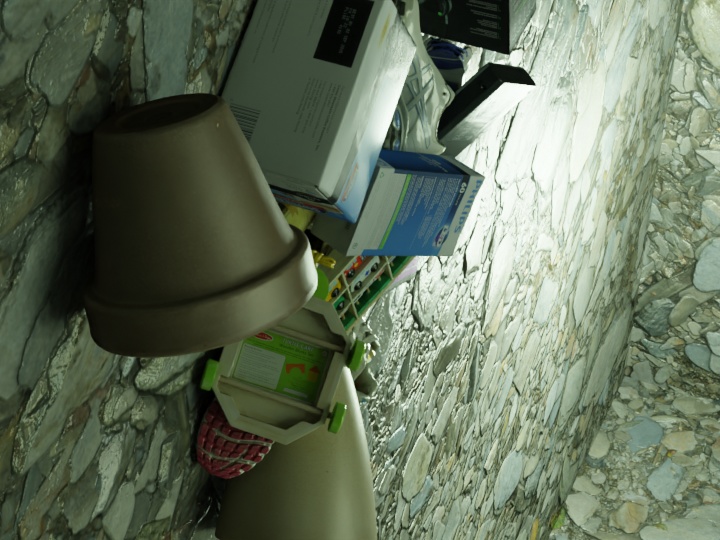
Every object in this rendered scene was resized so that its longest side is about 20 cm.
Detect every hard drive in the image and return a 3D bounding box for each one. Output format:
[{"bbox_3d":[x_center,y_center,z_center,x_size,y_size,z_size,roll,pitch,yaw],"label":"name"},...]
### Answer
[{"bbox_3d":[0.110,-0.169,1.773,0.200,0.033,0.139,-41,168,21],"label":"hard drive"}]

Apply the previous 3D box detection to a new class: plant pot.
[{"bbox_3d":[-0.150,-0.047,1.231,0.200,0.198,0.176,-44,127,-54],"label":"plant pot"},{"bbox_3d":[-0.067,0.205,1.676,0.187,0.185,0.202,9,84,-71],"label":"plant pot"}]

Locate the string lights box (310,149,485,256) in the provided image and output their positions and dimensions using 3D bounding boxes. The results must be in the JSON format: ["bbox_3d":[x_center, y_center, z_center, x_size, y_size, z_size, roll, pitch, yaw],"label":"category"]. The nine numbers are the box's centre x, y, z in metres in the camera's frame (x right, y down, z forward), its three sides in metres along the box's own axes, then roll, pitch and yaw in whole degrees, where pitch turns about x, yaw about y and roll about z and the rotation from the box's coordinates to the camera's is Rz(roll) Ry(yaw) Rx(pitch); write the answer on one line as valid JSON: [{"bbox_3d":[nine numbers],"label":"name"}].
[{"bbox_3d":[0.044,-0.072,1.601,0.199,0.059,0.104,0,117,-53],"label":"string lights box"}]

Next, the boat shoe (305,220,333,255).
[{"bbox_3d":[-0.046,-0.071,1.621,0.065,0.072,0.200,-45,160,-17],"label":"boat shoe"}]

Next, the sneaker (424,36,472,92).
[{"bbox_3d":[0.093,-0.246,1.833,0.200,0.080,0.116,95,9,-75],"label":"sneaker"}]

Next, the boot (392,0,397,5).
[{"bbox_3d":[-0.006,-0.227,1.594,0.202,0.069,0.132,-66,167,-1],"label":"boot"}]

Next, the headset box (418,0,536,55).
[{"bbox_3d":[0.105,-0.352,1.659,0.093,0.173,0.201,-58,155,-35],"label":"headset box"}]

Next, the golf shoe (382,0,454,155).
[{"bbox_3d":[0.060,-0.220,1.672,0.078,0.096,0.202,-139,-130,-63],"label":"golf shoe"}]

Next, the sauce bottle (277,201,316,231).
[{"bbox_3d":[-0.107,-0.025,1.501,0.200,0.065,0.066,-56,155,-45],"label":"sauce bottle"}]

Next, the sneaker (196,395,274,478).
[{"bbox_3d":[-0.114,0.130,1.601,0.201,0.080,0.075,-64,-174,-7],"label":"sneaker"}]

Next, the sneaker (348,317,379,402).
[{"bbox_3d":[-0.019,0.074,1.804,0.077,0.080,0.201,-52,147,-44],"label":"sneaker"}]

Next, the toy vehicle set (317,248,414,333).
[{"bbox_3d":[0.000,0.000,1.699,0.200,0.026,0.125,-48,155,-15],"label":"toy vehicle set"}]

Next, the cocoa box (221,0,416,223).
[{"bbox_3d":[-0.046,-0.169,1.450,0.131,0.132,0.202,42,66,-70],"label":"cocoa box"}]

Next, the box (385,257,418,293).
[{"bbox_3d":[0.053,-0.075,1.953,0.143,0.036,0.202,-25,130,-65],"label":"box"}]

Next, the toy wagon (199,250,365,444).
[{"bbox_3d":[-0.074,0.077,1.553,0.040,0.154,0.202,158,-50,-81],"label":"toy wagon"}]
